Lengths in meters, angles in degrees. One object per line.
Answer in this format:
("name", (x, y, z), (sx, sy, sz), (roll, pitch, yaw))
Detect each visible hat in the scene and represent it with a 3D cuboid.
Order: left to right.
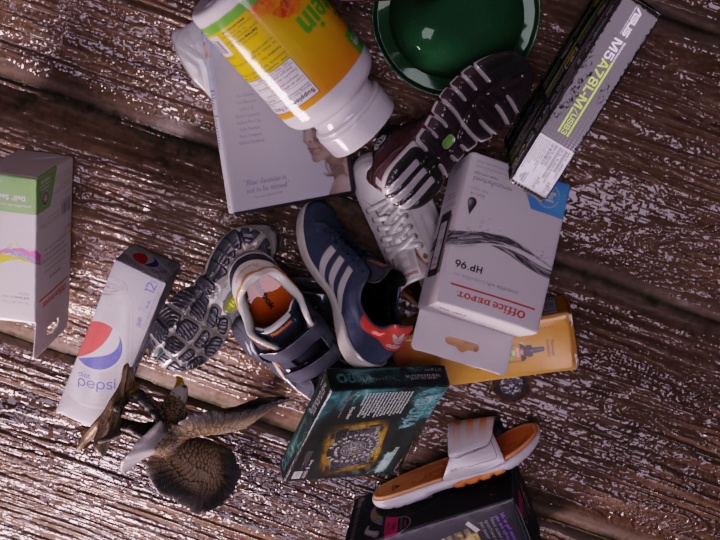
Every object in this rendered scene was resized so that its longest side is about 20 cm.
("hat", (0.078, -0.236, 1.205), (0.198, 0.176, 0.167), (-14, 105, 10))

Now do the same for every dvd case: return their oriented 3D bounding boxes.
("dvd case", (-0.083, -0.167, 1.278), (0.142, 0.018, 0.202), (-12, 99, -24))

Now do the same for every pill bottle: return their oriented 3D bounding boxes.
("pill bottle", (-0.059, -0.210, 1.212), (0.111, 0.111, 0.200), (-37, 113, 15))

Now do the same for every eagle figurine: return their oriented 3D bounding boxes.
("eagle figurine", (-0.188, 0.176, 1.369), (0.199, 0.151, 0.152), (26, 66, -21))

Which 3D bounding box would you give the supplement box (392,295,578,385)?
("supplement box", (0.134, 0.079, 1.356), (0.198, 0.069, 0.067), (-7, 107, 10))

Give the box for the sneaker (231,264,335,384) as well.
("sneaker", (-0.035, 0.078, 1.367), (0.199, 0.076, 0.114), (33, 107, -5))

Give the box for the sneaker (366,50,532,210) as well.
("sneaker", (0.076, -0.153, 1.264), (0.200, 0.115, 0.076), (-44, 117, -9))

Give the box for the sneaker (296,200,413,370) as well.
("sneaker", (0.000, 0.000, 1.299), (0.084, 0.075, 0.201), (-40, 64, 35))

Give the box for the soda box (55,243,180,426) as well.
("soda box", (-0.272, 0.076, 1.395), (0.063, 0.068, 0.201), (25, 108, -2))

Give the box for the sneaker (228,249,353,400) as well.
("sneaker", (-0.068, 0.071, 1.289), (0.078, 0.079, 0.200), (-39, 105, 2))

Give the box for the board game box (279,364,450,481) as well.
("board game box", (0.001, 0.166, 1.337), (0.134, 0.028, 0.201), (0, 144, -21))

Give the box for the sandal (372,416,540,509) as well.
("sandal", (0.100, 0.205, 1.385), (0.205, 0.079, 0.060), (-23, 102, 7))

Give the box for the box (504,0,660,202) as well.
("box", (0.208, -0.180, 1.202), (0.047, 0.193, 0.201), (30, 107, -2))

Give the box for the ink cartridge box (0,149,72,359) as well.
("ink cartridge box", (-0.362, -0.019, 1.348), (0.067, 0.117, 0.202), (7, 107, 4))

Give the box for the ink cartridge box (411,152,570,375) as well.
("ink cartridge box", (0.132, -0.004, 1.273), (0.115, 0.068, 0.202), (16, 79, -12))

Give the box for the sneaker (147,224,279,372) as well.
("sneaker", (-0.153, 0.032, 1.362), (0.077, 0.080, 0.200), (43, 103, 3))

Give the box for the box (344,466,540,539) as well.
("box", (0.094, 0.300, 1.397), (0.198, 0.122, 0.107), (-19, 104, 11))

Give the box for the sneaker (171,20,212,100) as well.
("sneaker", (-0.115, -0.181, 1.300), (0.080, 0.070, 0.201), (-31, 103, 6))

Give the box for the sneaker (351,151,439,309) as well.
("sneaker", (0.052, -0.033, 1.317), (0.072, 0.085, 0.201), (-29, 101, 22))
